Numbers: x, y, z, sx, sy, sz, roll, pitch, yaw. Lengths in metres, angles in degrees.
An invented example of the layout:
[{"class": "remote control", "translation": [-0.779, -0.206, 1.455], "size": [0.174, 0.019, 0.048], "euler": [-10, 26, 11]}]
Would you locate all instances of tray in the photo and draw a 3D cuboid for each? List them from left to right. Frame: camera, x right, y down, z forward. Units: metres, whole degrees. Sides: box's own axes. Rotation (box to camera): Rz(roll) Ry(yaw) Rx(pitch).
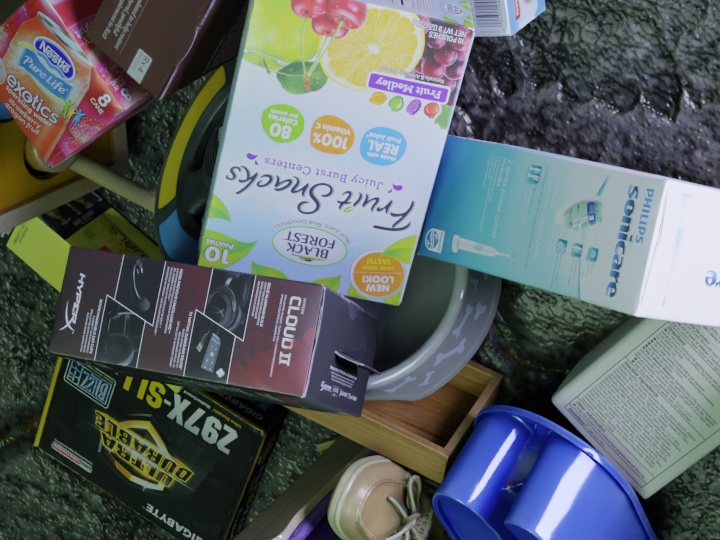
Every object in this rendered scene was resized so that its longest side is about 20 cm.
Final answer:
[{"class": "tray", "translation": [-0.002, 0.080, 1.318], "size": [0.199, 0.099, 0.037], "euler": [25, 135, 16]}]

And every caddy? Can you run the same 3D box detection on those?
[{"class": "caddy", "translation": [0.144, 0.180, 1.265], "size": [0.141, 0.105, 0.201], "euler": [17, 150, 40]}]

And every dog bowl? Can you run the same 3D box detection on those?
[{"class": "dog bowl", "translation": [0.000, 0.000, 1.245], "size": [0.198, 0.059, 0.202], "euler": [-2, 84, 17]}]

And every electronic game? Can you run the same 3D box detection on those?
[{"class": "electronic game", "translation": [-0.085, -0.085, 1.244], "size": [0.041, 0.201, 0.199], "euler": [27, 136, -34]}]

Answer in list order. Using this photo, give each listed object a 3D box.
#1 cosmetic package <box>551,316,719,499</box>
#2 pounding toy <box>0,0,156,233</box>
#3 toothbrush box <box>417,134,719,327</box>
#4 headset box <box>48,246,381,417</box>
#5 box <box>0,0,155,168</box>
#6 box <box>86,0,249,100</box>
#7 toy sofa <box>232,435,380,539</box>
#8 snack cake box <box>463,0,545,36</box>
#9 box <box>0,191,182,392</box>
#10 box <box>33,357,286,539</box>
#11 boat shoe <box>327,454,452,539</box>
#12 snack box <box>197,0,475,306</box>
[{"class": "cosmetic package", "translation": [0.238, 0.059, 1.192], "size": [0.104, 0.073, 0.200], "euler": [46, 127, 1]}, {"class": "pounding toy", "translation": [-0.246, -0.113, 1.323], "size": [0.141, 0.184, 0.202], "euler": [18, 122, 34]}, {"class": "toothbrush box", "translation": [0.159, -0.024, 1.096], "size": [0.199, 0.146, 0.086], "euler": [19, 98, 50]}, {"class": "headset box", "translation": [-0.085, 0.045, 1.154], "size": [0.198, 0.149, 0.078], "euler": [10, 83, 15]}, {"class": "box", "translation": [-0.166, -0.168, 1.222], "size": [0.095, 0.200, 0.100], "euler": [-30, 98, 38]}, {"class": "box", "translation": [-0.087, -0.201, 1.161], "size": [0.075, 0.200, 0.100], "euler": [40, 127, 5]}, {"class": "toy sofa", "translation": [-0.030, 0.204, 1.336], "size": [0.097, 0.200, 0.083], "euler": [-21, 103, 40]}, {"class": "snack cake box", "translation": [0.049, -0.259, 1.141], "size": [0.114, 0.067, 0.202], "euler": [4, 116, 29]}, {"class": "box", "translation": [-0.197, 0.007, 1.407], "size": [0.200, 0.075, 0.050], "euler": [41, 126, 6]}, {"class": "box", "translation": [-0.175, 0.136, 1.477], "size": [0.199, 0.049, 0.160], "euler": [31, 123, 12]}, {"class": "boat shoe", "translation": [0.048, 0.193, 1.306], "size": [0.062, 0.200, 0.074], "euler": [22, 86, 38]}, {"class": "snack box", "translation": [-0.018, -0.087, 1.109], "size": [0.141, 0.053, 0.201], "euler": [12, 116, -7]}]
